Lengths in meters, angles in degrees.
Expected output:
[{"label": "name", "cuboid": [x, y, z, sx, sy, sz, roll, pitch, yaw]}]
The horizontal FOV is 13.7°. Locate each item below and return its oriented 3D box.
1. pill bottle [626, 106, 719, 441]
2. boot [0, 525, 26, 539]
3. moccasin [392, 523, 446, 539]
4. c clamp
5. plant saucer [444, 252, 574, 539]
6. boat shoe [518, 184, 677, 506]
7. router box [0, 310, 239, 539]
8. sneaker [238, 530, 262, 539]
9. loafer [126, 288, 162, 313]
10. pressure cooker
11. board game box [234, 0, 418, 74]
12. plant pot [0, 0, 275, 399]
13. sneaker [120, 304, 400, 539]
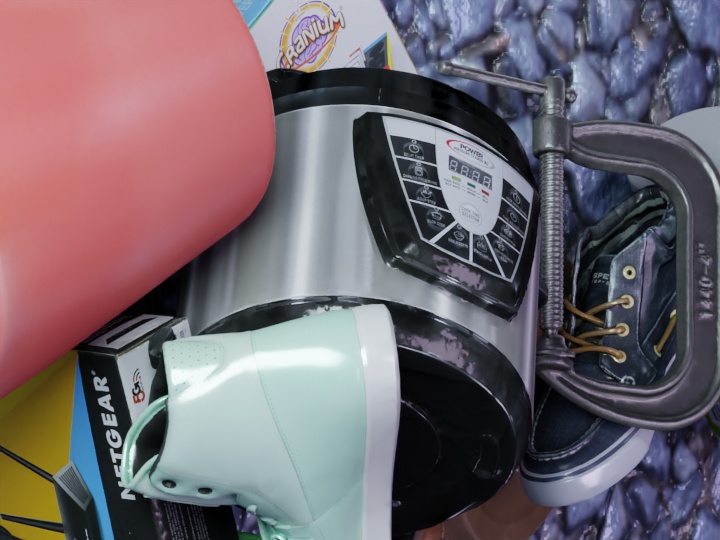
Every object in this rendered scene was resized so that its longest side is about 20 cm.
[{"label": "pill bottle", "cuboid": [0.231, 0.005, 1.805, 0.111, 0.111, 0.201, -50, 128, -34]}, {"label": "boot", "cuboid": [-0.161, 0.209, 1.336, 0.073, 0.153, 0.205, 6, 89, -49]}, {"label": "moccasin", "cuboid": [0.021, 0.227, 1.598, 0.077, 0.074, 0.203, 8, 86, -25]}, {"label": "c clamp", "cuboid": [0.124, -0.011, 1.630, 0.170, 0.027, 0.201, 3, 73, -22]}, {"label": "plant saucer", "cuboid": [0.081, 0.070, 1.670, 0.200, 0.029, 0.201, -29, 123, -56]}, {"label": "boat shoe", "cuboid": [0.133, 0.039, 1.666, 0.200, 0.071, 0.091, -51, 129, -42]}, {"label": "router box", "cuboid": [-0.123, 0.115, 1.376, 0.051, 0.149, 0.201, -30, 115, -42]}, {"label": "sneaker", "cuboid": [-0.054, 0.174, 1.498, 0.200, 0.083, 0.074, 39, 71, -59]}, {"label": "loafer", "cuboid": [-0.130, 0.016, 1.437, 0.072, 0.073, 0.201, -5, 106, -10]}, {"label": "pressure cooker", "cuboid": [-0.002, 0.001, 1.418, 0.176, 0.178, 0.201, 77, 14, -50]}, {"label": "board game box", "cuboid": [-0.023, -0.059, 1.561, 0.153, 0.040, 0.201, -52, 129, -33]}, {"label": "plant pot", "cuboid": [-0.146, -0.053, 1.279, 0.177, 0.200, 0.202, -25, 112, -36]}, {"label": "sneaker", "cuboid": [-0.046, 0.095, 1.313, 0.074, 0.117, 0.201, -100, -172, -48]}]
